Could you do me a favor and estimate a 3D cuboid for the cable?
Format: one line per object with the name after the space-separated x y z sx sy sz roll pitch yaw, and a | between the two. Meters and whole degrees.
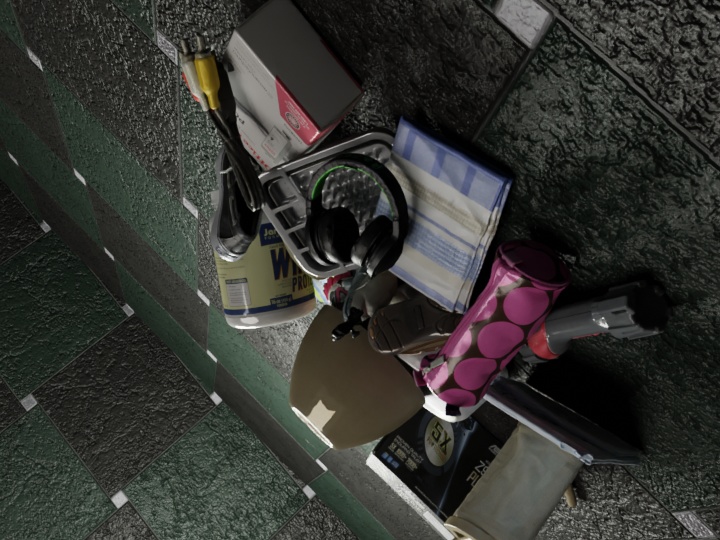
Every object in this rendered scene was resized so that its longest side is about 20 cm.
-0.166 -0.164 0.905 0.097 0.049 0.205 -1 105 63 | cable

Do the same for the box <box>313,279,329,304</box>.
-0.062 -0.004 1.268 0.198 0.048 0.123 12 140 53 | box

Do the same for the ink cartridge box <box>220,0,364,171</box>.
-0.097 -0.208 0.941 0.147 0.083 0.199 48 157 -6 | ink cartridge box

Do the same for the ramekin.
0.100 0.122 1.093 0.201 0.094 0.203 40 165 13 | ramekin

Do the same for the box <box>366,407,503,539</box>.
0.135 0.319 1.303 0.199 0.164 0.087 42 157 11 | box

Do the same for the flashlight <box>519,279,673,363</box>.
0.237 0.055 0.822 0.069 0.067 0.199 53 153 -7 | flashlight

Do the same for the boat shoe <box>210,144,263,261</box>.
-0.153 -0.111 1.028 0.073 0.203 0.068 30 135 -27 | boat shoe

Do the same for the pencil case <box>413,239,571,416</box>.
0.138 0.059 0.846 0.092 0.202 0.092 15 -147 -24 | pencil case

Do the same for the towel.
0.083 -0.056 0.872 0.145 0.024 0.203 32 136 20 | towel

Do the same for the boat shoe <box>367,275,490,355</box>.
0.106 0.059 0.968 0.195 0.078 0.072 -14 159 23 | boat shoe

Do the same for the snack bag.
0.233 0.179 0.953 0.187 0.022 0.198 30 -173 37 | snack bag

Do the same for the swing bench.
0.222 0.337 1.130 0.128 0.199 0.202 32 154 27 | swing bench

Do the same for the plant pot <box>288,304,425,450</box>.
-0.024 0.168 1.100 0.200 0.135 0.201 41 167 12 | plant pot

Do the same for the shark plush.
0.000 0.000 1.067 0.092 0.082 0.202 57 -174 -36 | shark plush

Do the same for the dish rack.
-0.012 -0.084 0.942 0.196 0.044 0.173 -16 127 24 | dish rack

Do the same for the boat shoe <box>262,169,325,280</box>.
-0.076 -0.082 1.103 0.064 0.071 0.205 -4 109 51 | boat shoe

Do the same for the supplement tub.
-0.149 -0.028 1.176 0.144 0.142 0.206 2 104 59 | supplement tub

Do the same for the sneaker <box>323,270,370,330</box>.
0.013 0.084 1.173 0.200 0.080 0.075 44 -169 -42 | sneaker

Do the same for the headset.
-0.011 -0.026 0.883 0.121 0.094 0.205 14 121 26 | headset
